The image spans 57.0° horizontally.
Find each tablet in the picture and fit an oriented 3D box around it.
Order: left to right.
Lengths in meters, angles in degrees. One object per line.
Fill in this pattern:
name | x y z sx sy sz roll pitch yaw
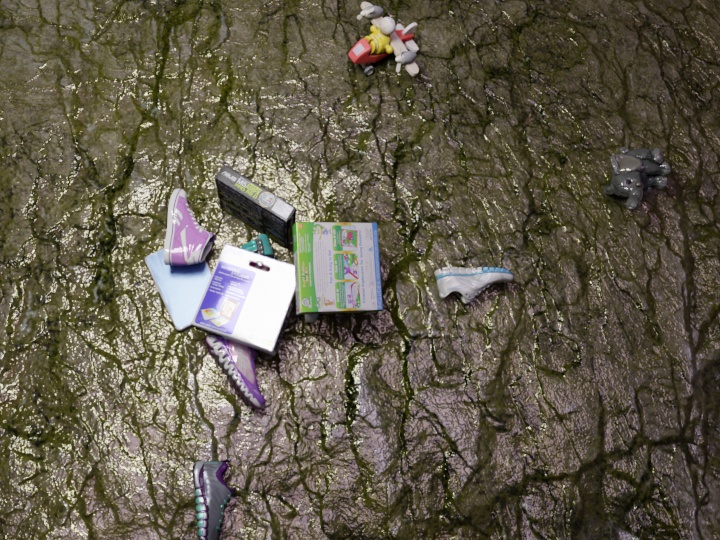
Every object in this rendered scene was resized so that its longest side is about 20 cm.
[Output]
tablet | -0.410 0.028 1.555 0.128 0.014 0.202 -26 74 -15

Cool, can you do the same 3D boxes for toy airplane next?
toy airplane | 0.077 -0.630 1.793 0.196 0.142 0.203 14 68 -2

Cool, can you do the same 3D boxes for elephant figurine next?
elephant figurine | 0.699 -0.242 1.730 0.197 0.155 0.144 -24 96 -24

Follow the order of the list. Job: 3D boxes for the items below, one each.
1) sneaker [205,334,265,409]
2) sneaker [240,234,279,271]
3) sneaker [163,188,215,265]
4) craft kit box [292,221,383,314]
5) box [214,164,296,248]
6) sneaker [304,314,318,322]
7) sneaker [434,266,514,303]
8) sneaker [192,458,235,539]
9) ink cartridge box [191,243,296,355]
sneaker | -0.261 0.211 1.476 0.088 0.081 0.201 -30 75 -25
sneaker | -0.209 -0.024 1.558 0.195 0.084 0.124 -2 75 4
sneaker | -0.397 -0.102 1.566 0.111 0.073 0.205 -2 65 -4
craft kit box | -0.051 -0.005 1.486 0.193 0.048 0.205 1 80 -22
box | -0.245 -0.148 1.563 0.198 0.161 0.045 31 70 6
sneaker | -0.071 0.032 1.538 0.080 0.074 0.204 19 95 8
sneaker | 0.278 0.037 1.620 0.195 0.075 0.089 -3 80 -3
sneaker | -0.296 0.492 1.369 0.086 0.075 0.204 -6 70 -15
ink cartridge box | -0.248 0.063 1.478 0.194 0.044 0.204 17 71 6
